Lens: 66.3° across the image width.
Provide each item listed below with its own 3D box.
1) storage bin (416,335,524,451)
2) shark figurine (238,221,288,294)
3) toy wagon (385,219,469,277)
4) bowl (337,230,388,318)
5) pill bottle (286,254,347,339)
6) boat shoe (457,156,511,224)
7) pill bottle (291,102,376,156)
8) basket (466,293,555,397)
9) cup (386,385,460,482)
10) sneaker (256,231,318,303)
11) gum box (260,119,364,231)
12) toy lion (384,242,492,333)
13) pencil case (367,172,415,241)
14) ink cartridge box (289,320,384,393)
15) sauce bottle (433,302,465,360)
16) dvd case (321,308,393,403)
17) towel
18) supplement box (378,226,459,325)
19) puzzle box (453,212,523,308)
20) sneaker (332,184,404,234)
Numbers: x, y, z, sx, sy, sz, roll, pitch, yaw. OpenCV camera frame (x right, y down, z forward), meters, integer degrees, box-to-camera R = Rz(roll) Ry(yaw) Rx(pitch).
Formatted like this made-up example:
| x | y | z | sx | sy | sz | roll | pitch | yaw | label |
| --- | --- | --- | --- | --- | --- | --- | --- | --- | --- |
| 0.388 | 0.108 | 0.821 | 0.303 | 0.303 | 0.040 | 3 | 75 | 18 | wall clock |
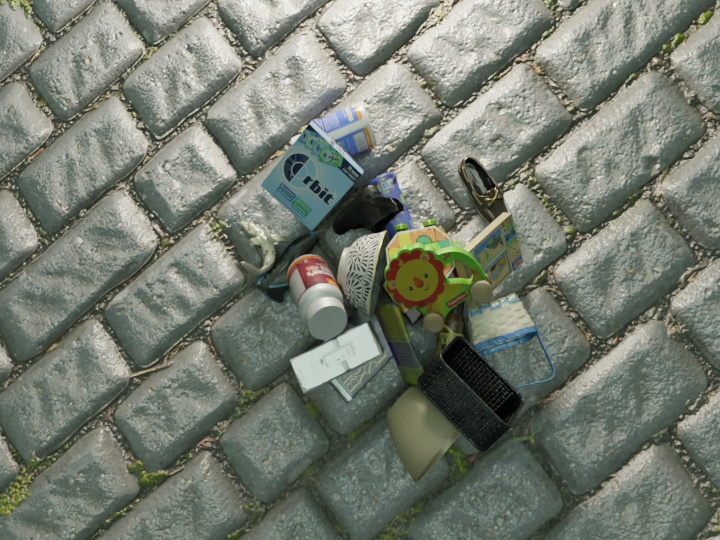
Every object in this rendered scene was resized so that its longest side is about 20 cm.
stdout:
| x | y | z | sx | sy | sz | roll | pitch | yaw | label |
| --- | --- | --- | --- | --- | --- | --- | --- | --- | --- |
| 0.232 | 0.256 | 1.163 | 0.200 | 0.134 | 0.094 | 45 | 121 | 13 | storage bin |
| -0.244 | -0.024 | 1.356 | 0.125 | 0.217 | 0.091 | 13 | 128 | -21 | shark figurine |
| 0.156 | -0.034 | 1.244 | 0.194 | 0.040 | 0.160 | -9 | 83 | 5 | toy wagon |
| 0.000 | 0.000 | 1.278 | 0.091 | 0.201 | 0.207 | 11 | 86 | 6 | bowl |
| -0.099 | 0.059 | 1.262 | 0.107 | 0.201 | 0.112 | -10 | 125 | -15 | pill bottle |
| 0.305 | -0.187 | 1.337 | 0.071 | 0.060 | 0.203 | -32 | 83 | 1 | boat shoe |
| -0.068 | -0.325 | 1.360 | 0.195 | 0.112 | 0.115 | -21 | 83 | 3 | pill bottle |
| 0.331 | 0.170 | 1.255 | 0.171 | 0.140 | 0.205 | -15 | 67 | 5 | basket |
| 0.141 | 0.350 | 1.248 | 0.143 | 0.200 | 0.201 | 40 | 89 | 22 | cup |
| -0.168 | -0.010 | 1.372 | 0.082 | 0.073 | 0.200 | 44 | 90 | -16 | sneaker |
| -0.116 | -0.223 | 1.322 | 0.169 | 0.045 | 0.200 | 41 | 115 | -13 | gum box |
| 0.156 | 0.019 | 1.179 | 0.198 | 0.069 | 0.193 | -33 | 103 | 20 | toy lion |
| 0.087 | -0.134 | 1.344 | 0.077 | 0.086 | 0.205 | -26 | 81 | 27 | pencil case |
| -0.050 | 0.196 | 1.275 | 0.196 | 0.147 | 0.085 | -26 | 85 | 2 | ink cartridge box |
| 0.216 | 0.156 | 1.313 | 0.063 | 0.065 | 0.206 | 10 | 84 | 6 | sauce bottle |
| -0.012 | 0.200 | 1.353 | 0.200 | 0.016 | 0.149 | -45 | 83 | 0 | dvd case |
| 0.094 | 0.167 | 1.269 | 0.022 | 0.143 | 0.205 | -23 | 91 | -19 | towel |
| 0.156 | 0.015 | 1.311 | 0.199 | 0.103 | 0.131 | -43 | 83 | 1 | supplement box |
| 0.297 | -0.024 | 1.263 | 0.199 | 0.025 | 0.136 | -39 | 120 | -28 | puzzle box |
| 0.014 | -0.122 | 1.312 | 0.200 | 0.059 | 0.106 | -44 | 65 | 33 | sneaker |
